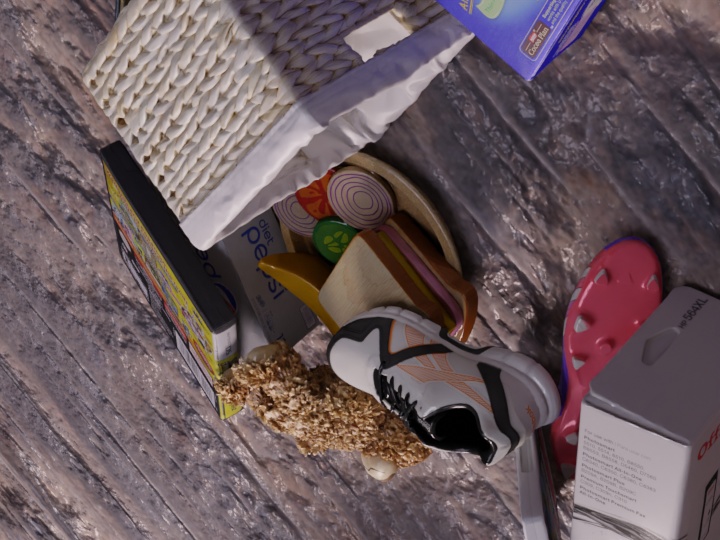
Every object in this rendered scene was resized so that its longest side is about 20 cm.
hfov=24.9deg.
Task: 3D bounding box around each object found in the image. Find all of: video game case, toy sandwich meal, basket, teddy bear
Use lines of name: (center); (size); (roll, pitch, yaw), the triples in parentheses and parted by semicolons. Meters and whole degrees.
video game case: (-0.162, 0.012, 1.415); (0.201, 0.025, 0.181); (55, 163, 23)
toy sandwich meal: (0.000, 0.000, 1.294); (0.204, 0.070, 0.207); (25, 135, 28)
basket: (-0.056, -0.152, 1.132); (0.161, 0.198, 0.200); (52, 142, 3)
video game case: (0.136, 0.180, 1.228); (0.017, 0.201, 0.144); (-10, 119, 8)
teddy bear: (-0.029, 0.121, 1.352); (0.199, 0.067, 0.144); (34, 142, -31)

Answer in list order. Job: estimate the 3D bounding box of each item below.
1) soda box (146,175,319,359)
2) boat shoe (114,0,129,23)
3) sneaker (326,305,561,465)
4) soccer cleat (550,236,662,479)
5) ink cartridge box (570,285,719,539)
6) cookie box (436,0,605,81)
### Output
soda box: (-0.110, -0.024, 1.387); (0.068, 0.063, 0.202); (0, 120, 46)
boat shoe: (-0.160, -0.233, 1.270); (0.075, 0.062, 0.201); (39, 140, 16)
sneaker: (0.046, 0.084, 1.199); (0.199, 0.080, 0.074); (14, 132, 38)
soccer cleat: (0.174, 0.060, 1.186); (0.066, 0.077, 0.202); (5, 116, -2)
ink cartridge box: (0.216, 0.136, 1.135); (0.084, 0.146, 0.202); (24, 135, 27)
cookie box: (0.083, -0.250, 1.010); (0.200, 0.075, 0.172); (43, 141, 9)
